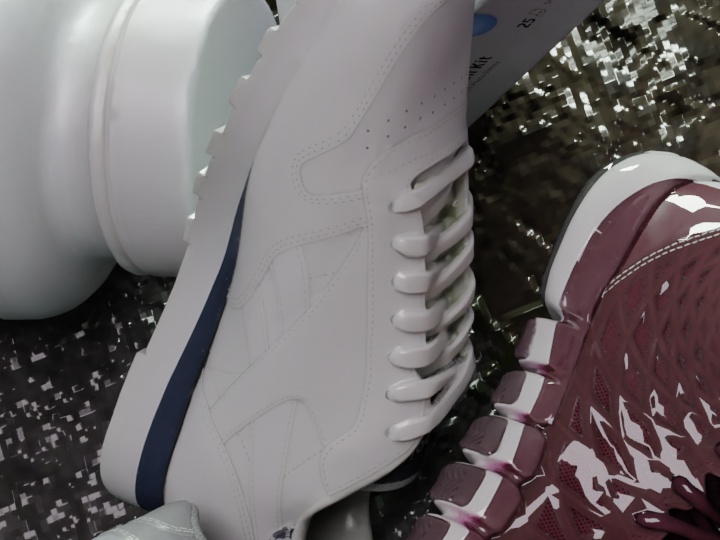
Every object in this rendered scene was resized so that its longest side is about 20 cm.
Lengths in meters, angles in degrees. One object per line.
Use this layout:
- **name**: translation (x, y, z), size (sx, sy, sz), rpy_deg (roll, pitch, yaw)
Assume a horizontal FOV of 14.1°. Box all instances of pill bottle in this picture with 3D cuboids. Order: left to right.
- **pill bottle**: translation (-0.127, -0.043, 0.828), size (0.199, 0.111, 0.111), rpy_deg (3, 72, 17)

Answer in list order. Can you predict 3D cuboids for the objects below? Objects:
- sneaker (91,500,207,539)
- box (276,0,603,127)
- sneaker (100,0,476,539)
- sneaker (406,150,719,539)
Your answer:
- **sneaker**: translation (-0.017, 0.149, 0.750), size (0.075, 0.115, 0.201), rpy_deg (-20, 97, 46)
- **box**: translation (0.032, -0.136, 0.781), size (0.041, 0.200, 0.157), rpy_deg (2, 66, -27)
- **sneaker**: translation (0.000, 0.000, 0.757), size (0.080, 0.076, 0.201), rpy_deg (35, 128, 21)
- **sneaker**: translation (0.083, 0.066, 0.733), size (0.115, 0.076, 0.201), rpy_deg (11, 74, 37)
